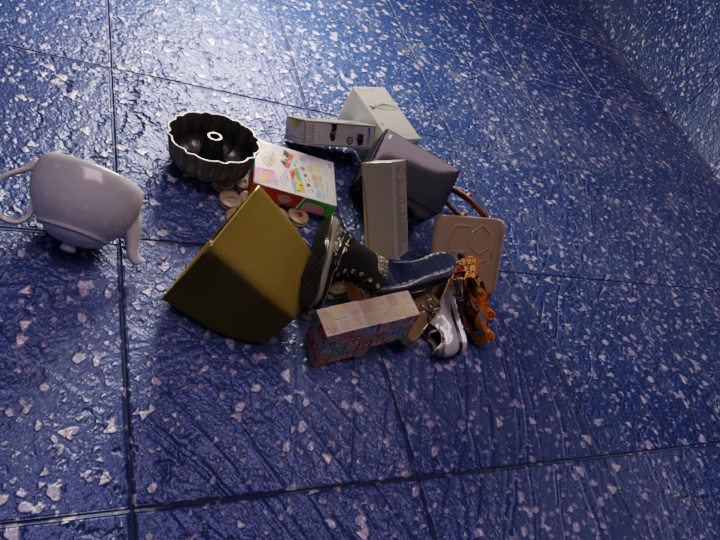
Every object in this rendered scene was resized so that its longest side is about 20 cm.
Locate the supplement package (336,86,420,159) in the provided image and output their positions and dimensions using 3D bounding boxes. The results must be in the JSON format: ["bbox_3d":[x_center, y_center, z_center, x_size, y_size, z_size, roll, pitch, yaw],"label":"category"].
[{"bbox_3d":[0.045,-0.376,1.683,0.116,0.118,0.201,-12,60,-37],"label":"supplement package"}]

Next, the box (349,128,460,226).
[{"bbox_3d":[0.097,-0.213,1.498,0.199,0.198,0.124,27,80,-8],"label":"box"}]

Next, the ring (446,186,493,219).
[{"bbox_3d":[0.266,-0.162,1.606,0.200,0.200,0.019,42,86,6],"label":"ring"}]

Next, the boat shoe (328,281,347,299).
[{"bbox_3d":[0.000,0.000,1.362,0.075,0.069,0.199,47,44,12],"label":"boat shoe"}]

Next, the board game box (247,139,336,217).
[{"bbox_3d":[-0.154,-0.211,1.446,0.198,0.040,0.154,15,47,-22],"label":"board game box"}]

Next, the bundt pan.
[{"bbox_3d":[-0.320,-0.258,1.362,0.200,0.076,0.203,14,39,-12],"label":"bundt pan"}]

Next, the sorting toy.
[{"bbox_3d":[0.247,-0.036,1.503,0.198,0.187,0.036,2,10,-29],"label":"sorting toy"}]

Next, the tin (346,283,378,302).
[{"bbox_3d":[0.056,0.054,1.325,0.199,0.042,0.113,31,63,-31],"label":"tin"}]

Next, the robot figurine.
[{"bbox_3d":[0.250,0.057,1.402,0.146,0.058,0.201,-72,145,-51],"label":"robot figurine"}]

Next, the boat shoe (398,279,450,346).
[{"bbox_3d":[0.132,0.068,1.319,0.071,0.064,0.201,43,54,-24],"label":"boat shoe"}]

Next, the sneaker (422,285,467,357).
[{"bbox_3d":[0.164,0.096,1.385,0.080,0.077,0.201,-2,53,-24],"label":"sneaker"}]

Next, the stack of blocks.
[{"bbox_3d":[0.001,0.111,1.210,0.198,0.116,0.059,-11,58,-26],"label":"stack of blocks"}]

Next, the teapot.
[{"bbox_3d":[-0.485,-0.104,1.089,0.198,0.197,0.147,15,80,18],"label":"teapot"}]

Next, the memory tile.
[{"bbox_3d":[-0.220,-0.157,1.398,0.199,0.017,0.154,-5,56,-35],"label":"memory tile"}]

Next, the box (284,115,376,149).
[{"bbox_3d":[-0.075,-0.343,1.574,0.198,0.061,0.116,-3,19,-30],"label":"box"}]

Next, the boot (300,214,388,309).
[{"bbox_3d":[-0.022,0.010,1.150,0.153,0.073,0.205,34,43,-25],"label":"boot"}]

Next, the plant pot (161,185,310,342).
[{"bbox_3d":[-0.195,0.011,1.147,0.200,0.195,0.195,41,41,-13],"label":"plant pot"}]

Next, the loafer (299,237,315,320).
[{"bbox_3d":[-0.105,0.004,1.295,0.071,0.063,0.201,9,49,-26],"label":"loafer"}]

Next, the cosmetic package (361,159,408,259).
[{"bbox_3d":[0.054,-0.131,1.342,0.072,0.202,0.103,1,11,19],"label":"cosmetic package"}]

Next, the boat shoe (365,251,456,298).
[{"bbox_3d":[0.098,0.024,1.276,0.198,0.073,0.073,-11,49,-11],"label":"boat shoe"}]
